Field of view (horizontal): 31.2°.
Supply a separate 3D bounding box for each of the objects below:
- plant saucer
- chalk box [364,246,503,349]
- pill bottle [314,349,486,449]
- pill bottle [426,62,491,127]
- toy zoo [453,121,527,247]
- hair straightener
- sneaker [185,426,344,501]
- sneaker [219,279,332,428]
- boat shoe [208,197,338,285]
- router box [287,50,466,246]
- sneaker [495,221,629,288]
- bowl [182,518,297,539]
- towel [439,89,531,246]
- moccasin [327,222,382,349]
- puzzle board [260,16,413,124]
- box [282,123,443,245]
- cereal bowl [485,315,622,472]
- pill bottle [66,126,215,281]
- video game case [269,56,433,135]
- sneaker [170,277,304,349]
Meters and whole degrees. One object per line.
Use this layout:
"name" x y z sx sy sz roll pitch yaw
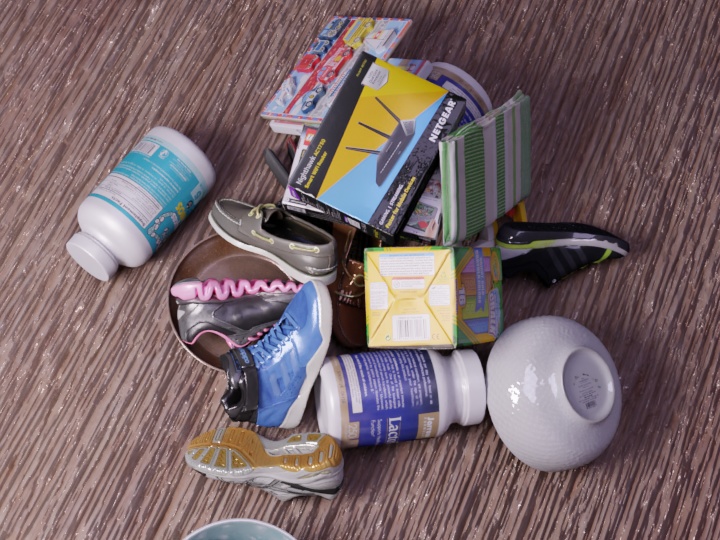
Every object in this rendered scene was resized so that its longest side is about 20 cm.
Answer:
"plant saucer" -0.149 0.044 1.659 0.199 0.037 0.201 3 67 -8
"chalk box" 0.104 0.031 1.618 0.124 0.200 0.125 -2 90 27
"pill bottle" 0.048 0.155 1.599 0.199 0.116 0.116 -6 68 -10
"pill bottle" 0.078 -0.172 1.729 0.116 0.116 0.200 36 71 7
"toy zoo" 0.162 -0.098 1.712 0.131 0.020 0.201 -24 113 -32
"hair straightener" -0.084 -0.079 1.725 0.077 0.041 0.201 -23 77 -16
"sneaker" -0.116 0.245 1.562 0.199 0.088 0.076 3 44 17
"sneaker" -0.109 0.100 1.558 0.111 0.201 0.077 7 26 -27
"boat shoe" -0.109 -0.051 1.631 0.201 0.061 0.072 29 37 27
"router box" 0.021 -0.150 1.589 0.149 0.051 0.201 26 76 10
"sneaker" 0.265 -0.019 1.742 0.199 0.072 0.083 3 106 -16
"bowl" -0.140 0.394 1.477 0.200 0.105 0.202 3 68 -7
"towel" 0.161 -0.130 1.638 0.023 0.153 0.200 14 32 33
"moccasin" 0.001 0.000 1.661 0.073 0.078 0.202 19 74 -39
"puzzle board" -0.034 -0.280 1.770 0.150 0.017 0.200 11 58 41
"box" 0.011 -0.108 1.626 0.199 0.035 0.111 14 78 6
"cereal bowl" 0.256 0.148 1.606 0.199 0.083 0.201 13 68 -34
"pill bottle" -0.285 -0.082 1.652 0.111 0.111 0.200 36 68 7
"video game case" -0.015 -0.234 1.738 0.199 0.017 0.143 12 58 41
"sneaker" -0.136 0.057 1.609 0.199 0.079 0.096 0 90 -8
